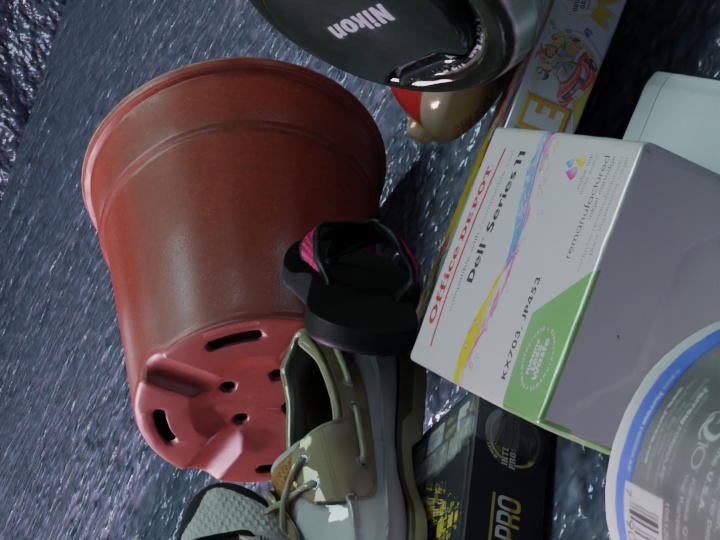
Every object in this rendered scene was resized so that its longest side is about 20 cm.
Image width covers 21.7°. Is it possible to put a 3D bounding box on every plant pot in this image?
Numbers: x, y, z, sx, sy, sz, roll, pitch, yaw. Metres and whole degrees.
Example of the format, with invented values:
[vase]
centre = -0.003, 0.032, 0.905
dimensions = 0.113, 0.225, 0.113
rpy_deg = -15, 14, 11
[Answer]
[plant pot]
centre = -0.069, 0.010, 1.153
dimensions = 0.201, 0.199, 0.196
rpy_deg = -54, 31, 36

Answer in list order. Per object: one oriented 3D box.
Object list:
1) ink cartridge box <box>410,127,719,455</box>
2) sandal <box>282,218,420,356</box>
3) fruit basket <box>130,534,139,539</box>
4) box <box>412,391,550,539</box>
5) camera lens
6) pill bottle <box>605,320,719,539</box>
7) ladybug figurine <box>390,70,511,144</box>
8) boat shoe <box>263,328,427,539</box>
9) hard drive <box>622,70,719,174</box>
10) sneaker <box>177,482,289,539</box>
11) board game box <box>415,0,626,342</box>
[ink cartridge box]
centre = 0.085, 0.005, 0.800
dimensions = 0.118, 0.067, 0.200
rpy_deg = -69, 17, -1
[sandal]
centre = 0.000, 0.000, 0.975
dimensions = 0.200, 0.074, 0.046
rpy_deg = -114, 30, -78
[fruit basket]
centre = -0.237, 0.307, 1.379
dimensions = 0.186, 0.093, 0.200
rpy_deg = -54, 3, 37
[box]
centre = 0.020, 0.172, 0.912
dimensions = 0.200, 0.049, 0.162
rpy_deg = -47, 24, 49
[camera lens]
centre = 0.035, -0.201, 0.910
dimensions = 0.160, 0.159, 0.201
rpy_deg = -29, 35, 62
[pill bottle]
centre = 0.157, 0.080, 0.521
dimensions = 0.115, 0.113, 0.200
rpy_deg = -68, 19, 0
[ladybug figurine]
centre = 0.069, -0.165, 1.048
dimensions = 0.201, 0.072, 0.136
rpy_deg = -62, -9, -9
[boat shoe]
centre = -0.012, 0.108, 0.891
dimensions = 0.075, 0.068, 0.201
rpy_deg = -55, 21, 34
[hard drive]
centre = 0.148, -0.013, 0.790
dimensions = 0.133, 0.027, 0.200
rpy_deg = -68, 19, 3
[sneaker]
centre = -0.061, 0.164, 0.908
dimensions = 0.201, 0.075, 0.088
rpy_deg = -102, -5, -51
[board game box]
centre = 0.078, -0.052, 0.961
dimensions = 0.134, 0.034, 0.201
rpy_deg = 177, 115, -89
